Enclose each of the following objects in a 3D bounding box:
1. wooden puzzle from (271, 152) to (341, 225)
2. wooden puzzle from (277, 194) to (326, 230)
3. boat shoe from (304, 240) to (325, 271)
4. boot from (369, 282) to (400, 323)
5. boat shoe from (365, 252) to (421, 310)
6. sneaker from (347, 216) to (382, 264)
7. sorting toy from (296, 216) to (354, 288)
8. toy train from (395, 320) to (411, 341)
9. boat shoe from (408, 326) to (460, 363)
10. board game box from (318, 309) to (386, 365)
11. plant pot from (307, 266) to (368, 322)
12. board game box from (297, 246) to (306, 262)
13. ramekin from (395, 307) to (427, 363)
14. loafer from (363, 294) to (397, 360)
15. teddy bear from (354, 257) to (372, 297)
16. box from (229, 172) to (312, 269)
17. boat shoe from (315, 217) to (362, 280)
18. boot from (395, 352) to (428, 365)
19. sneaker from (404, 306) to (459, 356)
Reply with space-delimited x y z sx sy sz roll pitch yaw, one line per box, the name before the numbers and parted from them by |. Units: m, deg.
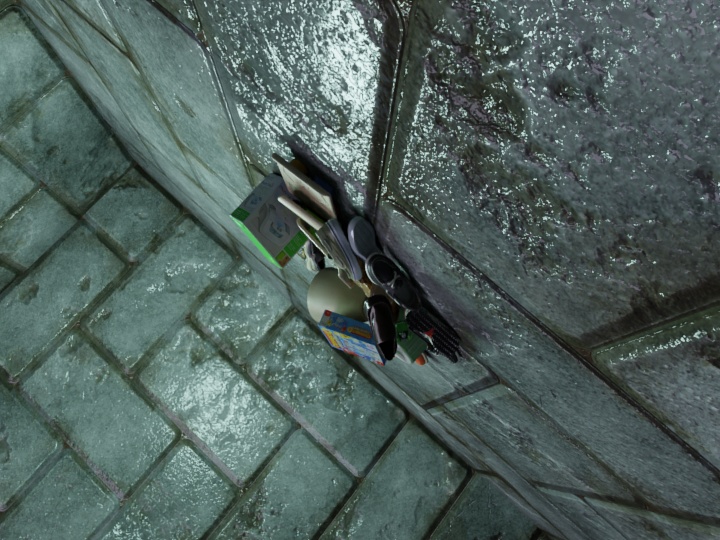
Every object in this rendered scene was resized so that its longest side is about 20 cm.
wooden puzzle | -0.123 -0.202 1.396 0.184 0.046 0.200 39 170 19
wooden puzzle | -0.117 -0.136 1.485 0.184 0.038 0.200 37 -176 6
boat shoe | -0.143 -0.061 1.825 0.063 0.073 0.202 15 147 8
boot | 0.077 0.076 1.560 0.072 0.204 0.155 14 -163 15
boat shoe | 0.086 0.032 1.405 0.201 0.074 0.060 50 168 -35
sneaker | -0.003 -0.070 1.383 0.070 0.073 0.201 31 162 29
sorting toy | -0.087 -0.050 1.531 0.201 0.036 0.185 51 180 15
toy train | 0.119 0.169 1.573 0.200 0.041 0.058 55 -157 -81
boat shoe | 0.214 0.209 1.626 0.201 0.060 0.074 50 165 -24
board game box | -0.016 0.212 1.754 0.192 0.057 0.201 17 158 19
plant pot | -0.039 0.097 1.818 0.197 0.189 0.188 11 149 40
board game box | -0.212 -0.090 1.998 0.135 0.028 0.200 43 166 0
ramekin | 0.124 0.201 1.776 0.199 0.098 0.200 40 166 12
loafer | 0.063 0.150 1.444 0.072 0.072 0.203 -111 1 -56
teddy bear | 0.000 0.000 1.631 0.199 0.066 0.147 36 157 51
box | -0.243 -0.143 1.618 0.096 0.177 0.201 27 160 48
boat shoe | -0.053 -0.044 1.376 0.072 0.061 0.202 60 177 48
boot | 0.142 0.274 1.934 0.199 0.108 0.075 42 165 -4
sneaker | 0.193 0.150 1.540 0.199 0.070 0.094 39 -165 -22
